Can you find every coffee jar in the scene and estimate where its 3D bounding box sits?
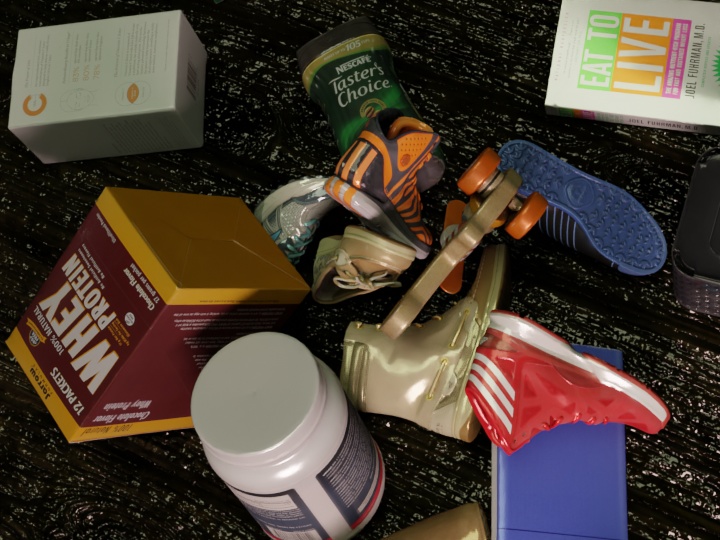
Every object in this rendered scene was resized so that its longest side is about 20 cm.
[{"bbox_3d":[0.008,-0.171,1.448,0.103,0.085,0.202,-27,65,3],"label":"coffee jar"}]

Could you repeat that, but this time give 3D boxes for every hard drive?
[{"bbox_3d":[0.186,0.167,1.272,0.130,0.025,0.203,8,69,-15],"label":"hard drive"}]

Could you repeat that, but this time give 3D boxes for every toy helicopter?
[{"bbox_3d":[0.084,-0.017,1.294,0.079,0.132,0.201,40,80,-4],"label":"toy helicopter"}]

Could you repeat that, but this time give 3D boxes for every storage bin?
[{"bbox_3d":[0.404,-0.022,1.284,0.197,0.094,0.137,14,73,20],"label":"storage bin"}]

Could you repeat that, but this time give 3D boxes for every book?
[{"bbox_3d":[0.301,-0.216,1.417,0.197,0.048,0.136,8,75,15],"label":"book"}]

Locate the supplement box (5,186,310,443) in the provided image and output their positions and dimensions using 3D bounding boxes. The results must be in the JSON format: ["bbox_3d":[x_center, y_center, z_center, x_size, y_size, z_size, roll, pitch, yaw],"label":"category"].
[{"bbox_3d":[-0.196,0.043,1.319,0.133,0.196,0.201,50,116,25],"label":"supplement box"}]

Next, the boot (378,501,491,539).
[{"bbox_3d":[0.038,0.323,1.260,0.197,0.066,0.178,-16,67,6],"label":"boot"}]

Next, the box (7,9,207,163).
[{"bbox_3d":[-0.282,-0.204,1.529,0.197,0.098,0.126,-4,68,12],"label":"box"}]

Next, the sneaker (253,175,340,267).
[{"bbox_3d":[-0.083,-0.026,1.419,0.199,0.077,0.087,-31,71,21],"label":"sneaker"}]

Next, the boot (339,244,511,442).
[{"bbox_3d":[0.065,0.058,1.354,0.153,0.073,0.203,10,75,19],"label":"boot"}]

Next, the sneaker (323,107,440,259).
[{"bbox_3d":[0.046,-0.087,1.337,0.077,0.200,0.113,32,88,26],"label":"sneaker"}]

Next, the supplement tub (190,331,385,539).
[{"bbox_3d":[-0.065,0.161,1.263,0.138,0.201,0.142,-10,54,13],"label":"supplement tub"}]

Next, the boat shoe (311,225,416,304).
[{"bbox_3d":[0.000,0.000,1.340,0.072,0.200,0.064,22,80,-13],"label":"boat shoe"}]

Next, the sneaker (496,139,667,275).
[{"bbox_3d":[0.215,-0.059,1.366,0.199,0.078,0.071,36,77,2],"label":"sneaker"}]

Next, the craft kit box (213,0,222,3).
[{"bbox_3d":[-0.114,-0.441,1.609,0.197,0.049,0.200,-21,68,6],"label":"craft kit box"}]

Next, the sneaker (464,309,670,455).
[{"bbox_3d":[0.180,0.128,1.245,0.198,0.078,0.117,29,83,-8],"label":"sneaker"}]
